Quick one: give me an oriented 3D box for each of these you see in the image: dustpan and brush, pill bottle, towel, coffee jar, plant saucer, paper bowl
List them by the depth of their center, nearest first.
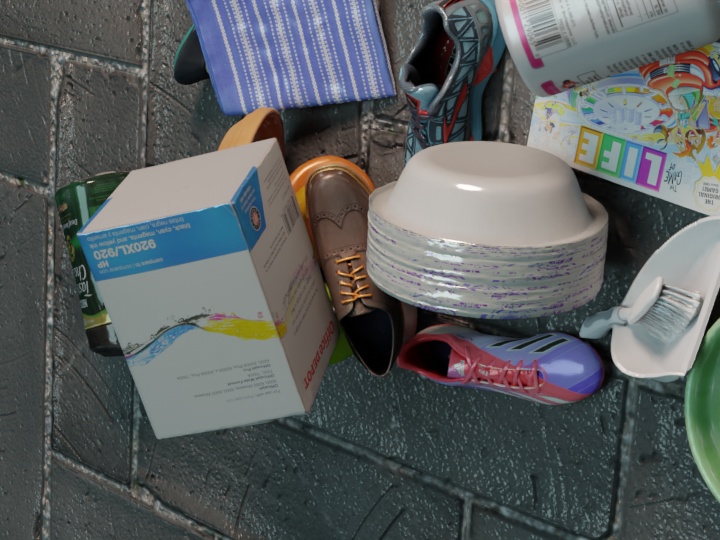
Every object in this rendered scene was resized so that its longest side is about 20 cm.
[{"bbox_3d":[0.212,-0.214,1.198,0.199,0.113,0.114,-16,87,20],"label":"pill bottle"},{"bbox_3d":[0.229,0.036,1.285,0.057,0.140,0.200,23,162,-1],"label":"dustpan and brush"},{"bbox_3d":[0.105,-0.042,1.304,0.200,0.200,0.105,19,116,40],"label":"paper bowl"},{"bbox_3d":[-0.070,-0.224,1.511,0.199,0.024,0.145,-3,113,30],"label":"towel"},{"bbox_3d":[-0.117,-0.061,1.526,0.037,0.200,0.201,10,108,9],"label":"plant saucer"},{"bbox_3d":[-0.276,-0.005,1.752,0.104,0.085,0.201,-16,87,63],"label":"coffee jar"}]

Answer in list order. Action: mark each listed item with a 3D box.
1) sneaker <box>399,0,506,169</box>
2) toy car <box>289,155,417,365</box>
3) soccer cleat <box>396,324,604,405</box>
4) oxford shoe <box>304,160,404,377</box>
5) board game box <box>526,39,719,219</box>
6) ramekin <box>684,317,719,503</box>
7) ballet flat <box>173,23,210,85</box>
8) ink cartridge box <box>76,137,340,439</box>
[{"bbox_3d":[0.061,-0.155,1.400,0.079,0.095,0.201,30,118,36],"label":"sneaker"},{"bbox_3d":[-0.034,-0.012,1.494,0.150,0.174,0.201,-107,21,-61],"label":"toy car"},{"bbox_3d":[0.123,0.085,1.403,0.199,0.076,0.067,9,105,43],"label":"soccer cleat"},{"bbox_3d":[0.000,0.000,1.376,0.071,0.073,0.201,-16,117,7],"label":"oxford shoe"},{"bbox_3d":[0.233,-0.135,1.284,0.200,0.034,0.135,23,114,38],"label":"board game box"},{"bbox_3d":[0.353,0.106,1.175,0.199,0.097,0.201,11,106,42],"label":"ramekin"},{"bbox_3d":[-0.126,-0.248,1.581,0.073,0.073,0.200,51,126,24],"label":"ballet flat"},{"bbox_3d":[-0.123,0.017,1.343,0.144,0.147,0.201,-11,112,17],"label":"ink cartridge box"}]
